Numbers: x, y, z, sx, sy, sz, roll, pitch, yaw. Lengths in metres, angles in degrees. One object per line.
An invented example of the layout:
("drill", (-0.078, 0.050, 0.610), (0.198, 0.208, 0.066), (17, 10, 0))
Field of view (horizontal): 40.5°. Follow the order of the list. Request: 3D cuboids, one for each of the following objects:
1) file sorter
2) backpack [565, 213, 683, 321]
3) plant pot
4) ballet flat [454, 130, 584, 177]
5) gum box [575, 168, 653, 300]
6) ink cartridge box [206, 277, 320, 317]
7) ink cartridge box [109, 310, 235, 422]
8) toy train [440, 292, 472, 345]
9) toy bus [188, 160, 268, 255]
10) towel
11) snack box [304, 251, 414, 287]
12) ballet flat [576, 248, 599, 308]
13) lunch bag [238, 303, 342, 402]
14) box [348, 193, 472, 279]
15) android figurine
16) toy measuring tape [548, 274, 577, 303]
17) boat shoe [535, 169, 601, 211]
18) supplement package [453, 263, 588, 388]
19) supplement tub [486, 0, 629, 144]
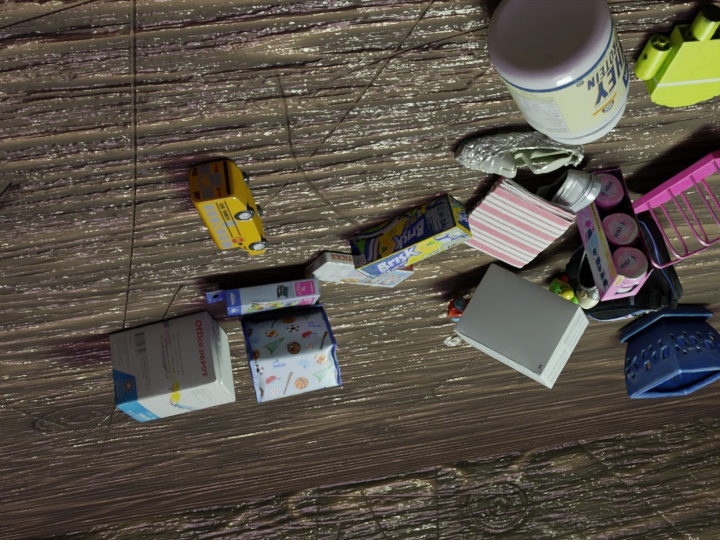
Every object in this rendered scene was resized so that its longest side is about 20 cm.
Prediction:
("file sorter", (0.577, -0.105, 1.657), (0.139, 0.126, 0.200), (-17, 165, -43))
("backpack", (0.499, 0.003, 1.858), (0.190, 0.201, 0.154), (-23, 168, 31))
("plant pot", (0.769, 0.196, 2.403), (0.199, 0.180, 0.200), (0, 154, -26))
("ballet flat", (0.243, -0.174, 1.462), (0.199, 0.072, 0.072), (-10, 157, -4))
("gum box", (0.424, -0.055, 1.644), (0.066, 0.201, 0.114), (-10, 158, -4))
("ink cartridge box", (-0.178, 0.052, 1.768), (0.199, 0.042, 0.119), (-6, 171, -9))
("ink cartridge box", (-0.360, 0.189, 1.884), (0.199, 0.148, 0.145), (-13, 157, 4))
("toy train", (0.233, 0.092, 2.075), (0.150, 0.056, 0.200), (-8, 153, -5))
("toy bus", (-0.192, -0.086, 1.448), (0.078, 0.065, 0.200), (-12, 157, 0))
("towel", (0.256, -0.079, 1.653), (0.146, 0.030, 0.200), (26, 150, -8))
("snack box", (0.000, 0.000, 1.785), (0.199, 0.024, 0.072), (6, 151, -35))
("ballet flat", (0.427, -0.024, 1.788), (0.057, 0.066, 0.201), (-10, 117, -42))
("lunch bag", (-0.137, 0.134, 1.843), (0.169, 0.200, 0.124), (-9, 120, -8))
("box", (0.083, -0.054, 1.655), (0.199, 0.065, 0.070), (-22, 154, 24))
("android figurine", (0.467, -0.290, 1.337), (0.181, 0.041, 0.200), (-8, 156, -10))
("toy measuring tape", (0.438, 0.046, 2.074), (0.073, 0.074, 0.200), (-19, 173, 15))
("boat shoe", (0.324, -0.118, 1.644), (0.067, 0.074, 0.200), (25, 146, -12))
("supplement package", (0.313, 0.106, 1.900), (0.200, 0.156, 0.111), (28, 174, 27))
("supplement tub", (0.248, -0.250, 1.191), (0.145, 0.146, 0.200), (-20, 156, 18))
